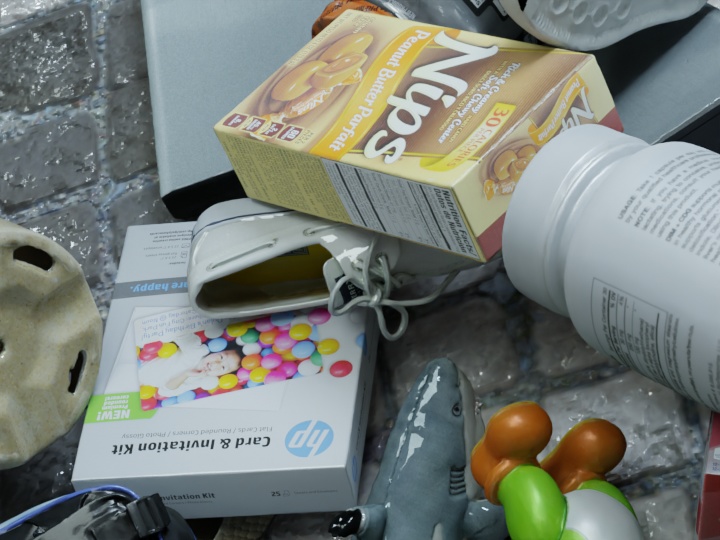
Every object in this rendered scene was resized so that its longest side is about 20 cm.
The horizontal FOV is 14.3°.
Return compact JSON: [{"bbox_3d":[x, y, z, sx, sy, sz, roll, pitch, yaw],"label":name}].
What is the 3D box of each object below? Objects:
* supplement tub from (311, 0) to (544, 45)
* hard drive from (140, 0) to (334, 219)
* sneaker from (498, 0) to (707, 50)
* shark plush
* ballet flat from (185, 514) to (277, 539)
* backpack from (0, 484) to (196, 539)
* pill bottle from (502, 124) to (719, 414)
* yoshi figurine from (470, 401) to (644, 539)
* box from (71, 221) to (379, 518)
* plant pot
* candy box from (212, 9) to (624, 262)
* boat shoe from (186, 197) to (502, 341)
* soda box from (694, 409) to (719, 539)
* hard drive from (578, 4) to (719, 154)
[{"bbox_3d":[0.069,-0.181,1.695,0.122,0.123,0.200,27,66,38],"label":"supplement tub"},{"bbox_3d":[-0.064,-0.132,1.787,0.139,0.033,0.200,-19,49,11],"label":"hard drive"},{"bbox_3d":[0.093,-0.184,1.556,0.146,0.200,0.081,30,115,31],"label":"sneaker"},{"bbox_3d":[0.001,0.142,1.509,0.200,0.083,0.091,-46,50,-13],"label":"shark plush"},{"bbox_3d":[-0.120,0.157,1.579,0.200,0.046,0.067,-40,49,-8],"label":"ballet flat"},{"bbox_3d":[-0.161,0.226,1.462,0.200,0.147,0.183,-22,72,4],"label":"backpack"},{"bbox_3d":[0.171,0.005,1.376,0.200,0.113,0.113,27,70,39],"label":"pill bottle"},{"bbox_3d":[0.134,0.150,1.427,0.112,0.112,0.200,-21,54,-3],"label":"yoshi figurine"},{"bbox_3d":[-0.069,0.052,1.609,0.156,0.041,0.200,-3,46,12],"label":"box"},{"bbox_3d":[-0.248,0.034,1.606,0.183,0.200,0.201,10,59,48],"label":"plant pot"},{"bbox_3d":[0.029,-0.076,1.530,0.115,0.055,0.200,-44,35,-25],"label":"candy box"},{"bbox_3d":[-0.002,-0.003,1.565,0.202,0.075,0.086,-5,43,13],"label":"boat shoe"},{"bbox_3d":[0.262,0.117,1.368,0.200,0.070,0.063,7,33,7],"label":"soda box"},{"bbox_3d":[0.156,-0.091,1.584,0.140,0.033,0.200,-34,19,-2],"label":"hard drive"}]
